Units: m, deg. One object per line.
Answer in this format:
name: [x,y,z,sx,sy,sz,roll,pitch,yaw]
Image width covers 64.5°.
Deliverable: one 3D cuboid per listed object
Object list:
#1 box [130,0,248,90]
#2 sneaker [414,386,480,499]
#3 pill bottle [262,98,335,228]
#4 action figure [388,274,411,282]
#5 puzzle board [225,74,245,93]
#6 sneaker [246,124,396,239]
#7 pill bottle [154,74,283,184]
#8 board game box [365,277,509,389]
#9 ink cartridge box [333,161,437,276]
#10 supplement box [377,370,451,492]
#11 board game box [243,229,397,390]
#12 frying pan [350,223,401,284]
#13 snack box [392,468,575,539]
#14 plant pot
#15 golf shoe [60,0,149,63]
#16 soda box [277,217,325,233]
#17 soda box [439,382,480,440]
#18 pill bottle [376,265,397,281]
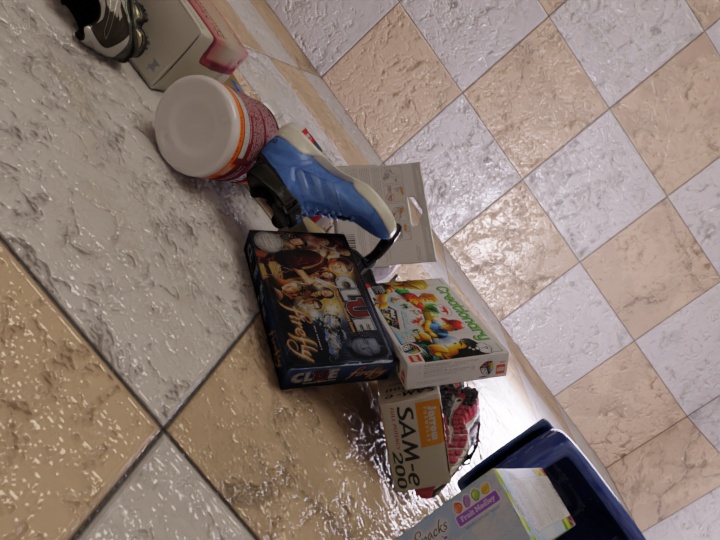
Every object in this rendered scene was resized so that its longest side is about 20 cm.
box: [-0.269,-0.350,0.850,0.129,0.108,0.200,52,13,-6]
sneaker: [0.126,0.239,0.776,0.199,0.078,0.077,-37,117,-54]
pill bottle: [-0.112,-0.164,0.917,0.201,0.118,0.120,50,14,-13]
action figure: [0.057,0.070,0.968,0.199,0.100,0.122,31,37,-61]
puzzle board: [-0.281,-0.389,1.104,0.203,0.017,0.150,58,13,13]
sneaker: [-0.055,-0.080,0.720,0.198,0.112,0.077,40,-17,-3]
pill bottle: [-0.171,-0.176,0.754,0.116,0.113,0.200,54,14,5]
board game box: [0.081,0.069,0.705,0.201,0.122,0.036,-123,-147,-61]
ink cartridge box: [0.036,-0.093,1.025,0.045,0.169,0.207,104,-20,-67]
supplement box: [0.060,0.155,0.728,0.201,0.071,0.130,-94,173,-67]
board game box: [-0.051,0.037,0.662,0.131,0.035,0.203,1,46,-29]
frying pan: [0.004,0.017,0.803,0.030,0.188,0.119,-16,87,-38]
snack box: [0.097,0.252,0.517,0.069,0.167,0.199,57,13,29]
plant pot: [0.248,0.339,0.780,0.202,0.198,0.180,53,8,4]
golf shoe: [-0.321,-0.362,0.690,0.094,0.076,0.207,-13,86,-59]
soda box: [-0.056,0.021,0.775,0.067,0.063,0.203,34,25,-52]
soda box: [0.144,0.220,0.973,0.071,0.063,0.201,47,14,-16]
pill bottle: [0.037,-0.048,1.151,0.115,0.112,0.200,53,13,1]
